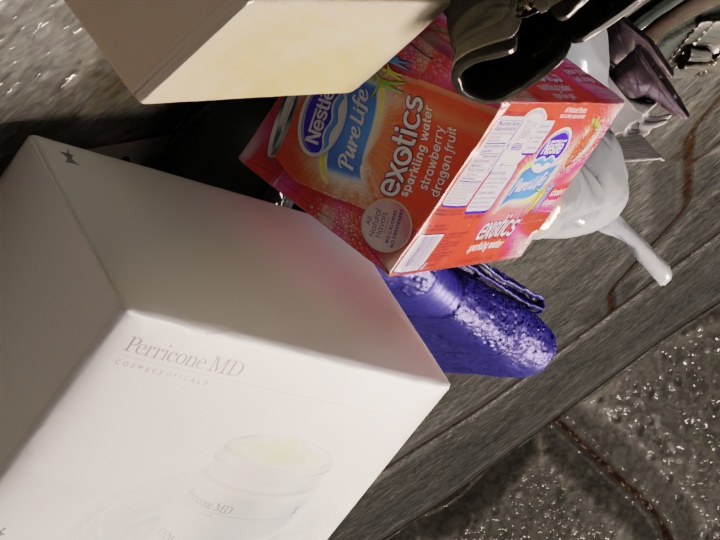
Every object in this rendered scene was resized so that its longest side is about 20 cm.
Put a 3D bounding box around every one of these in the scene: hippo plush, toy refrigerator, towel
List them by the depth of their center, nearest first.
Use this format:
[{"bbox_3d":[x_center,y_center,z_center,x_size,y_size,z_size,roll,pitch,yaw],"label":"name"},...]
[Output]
[{"bbox_3d":[-0.045,-0.116,1.172,0.070,0.076,0.200,-40,169,21],"label":"toy refrigerator"},{"bbox_3d":[0.000,0.000,1.535,0.148,0.050,0.200,4,161,37],"label":"towel"},{"bbox_3d":[0.058,-0.074,1.601,0.161,0.159,0.200,-9,167,25],"label":"hippo plush"}]

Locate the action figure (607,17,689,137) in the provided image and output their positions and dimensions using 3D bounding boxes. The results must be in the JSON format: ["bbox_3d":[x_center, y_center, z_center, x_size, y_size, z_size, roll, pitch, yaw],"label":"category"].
[{"bbox_3d":[0.106,-0.072,1.812,0.200,0.069,0.130,-36,-166,17],"label":"action figure"}]

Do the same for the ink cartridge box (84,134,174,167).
[{"bbox_3d":[-0.171,0.008,1.429,0.163,0.057,0.200,-16,136,-62],"label":"ink cartridge box"}]

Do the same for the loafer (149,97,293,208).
[{"bbox_3d":[-0.087,-0.013,1.409,0.201,0.068,0.070,-58,171,27],"label":"loafer"}]

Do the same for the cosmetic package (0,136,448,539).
[{"bbox_3d":[-0.106,0.068,1.329,0.199,0.123,0.200,15,121,-43],"label":"cosmetic package"}]

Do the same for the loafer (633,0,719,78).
[{"bbox_3d":[0.247,-0.161,1.913,0.200,0.063,0.072,-26,165,-44],"label":"loafer"}]

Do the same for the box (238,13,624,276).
[{"bbox_3d":[0.038,-0.067,1.375,0.100,0.095,0.200,-56,165,15],"label":"box"}]

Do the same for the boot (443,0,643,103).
[{"bbox_3d":[0.107,-0.164,1.256,0.200,0.131,0.068,-41,131,14],"label":"boot"}]
